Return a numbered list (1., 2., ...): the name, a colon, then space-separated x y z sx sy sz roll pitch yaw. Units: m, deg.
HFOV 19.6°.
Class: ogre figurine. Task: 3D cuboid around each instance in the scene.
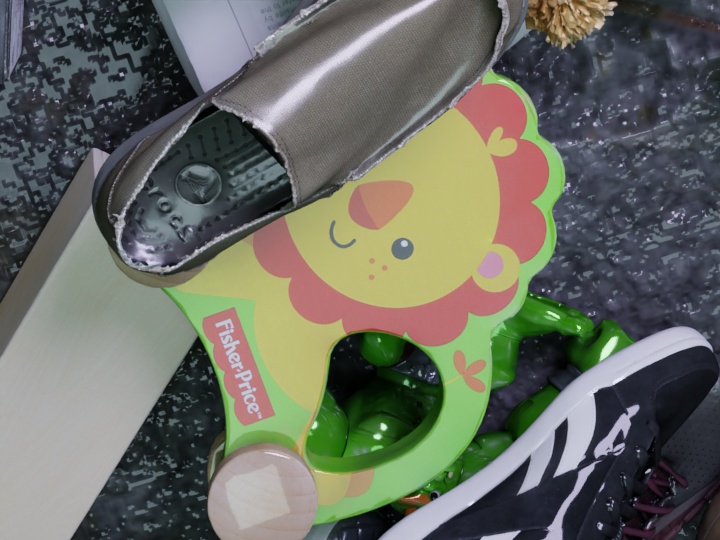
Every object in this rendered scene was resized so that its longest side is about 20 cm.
1. ogre figurine: 0.030 0.055 0.983 0.200 0.098 0.120 15 99 -41

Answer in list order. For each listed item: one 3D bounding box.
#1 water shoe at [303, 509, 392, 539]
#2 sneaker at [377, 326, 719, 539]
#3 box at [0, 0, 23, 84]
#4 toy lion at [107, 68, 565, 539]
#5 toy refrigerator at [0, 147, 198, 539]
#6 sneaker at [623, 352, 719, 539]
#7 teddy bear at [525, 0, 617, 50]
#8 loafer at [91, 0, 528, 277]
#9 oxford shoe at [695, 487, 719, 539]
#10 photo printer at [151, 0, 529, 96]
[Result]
1. water shoe: -0.005 0.177 1.047 0.072 0.079 0.200 -44 135 -30
2. sneaker: 0.106 0.122 0.934 0.200 0.112 0.073 -37 150 -8
3. box: -0.241 -0.187 0.901 0.193 0.048 0.200 5 112 -2
4. toy lion: 0.000 0.000 0.895 0.192 0.069 0.200 -19 101 0
5. toy refrigerator: -0.141 0.049 0.986 0.076 0.070 0.200 26 109 -19
6. sneaker: 0.125 0.137 1.003 0.076 0.116 0.200 33 107 -14
7. teddy bear: 0.016 -0.152 0.832 0.200 0.067 0.145 25 103 -8
8. loafer: -0.019 -0.056 0.798 0.200 0.070 0.075 -38 107 14
9. oxford shoe: 0.254 0.144 1.041 0.200 0.073 0.084 20 128 -18
10. photo printer: -0.020 -0.160 0.907 0.166 0.069 0.200 -22 111 7
